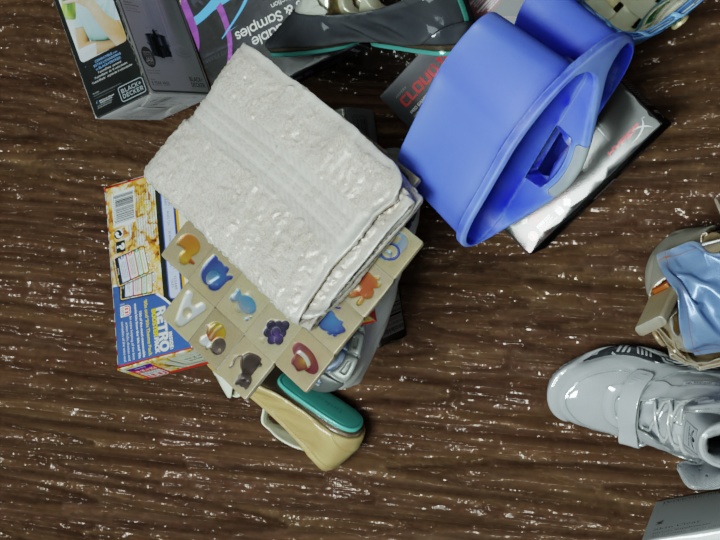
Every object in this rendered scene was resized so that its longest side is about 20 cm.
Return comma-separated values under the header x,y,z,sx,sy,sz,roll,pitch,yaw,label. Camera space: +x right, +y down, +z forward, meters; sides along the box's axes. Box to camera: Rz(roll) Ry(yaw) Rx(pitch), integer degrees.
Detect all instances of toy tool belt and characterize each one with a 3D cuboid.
x,y,z,sx,sy,sz,roll,pitch,yaw,label
0.302,-0.002,0.953,0.199,0.123,0.126,-27,86,19,toy tool belt

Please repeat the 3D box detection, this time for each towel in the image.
x,y,z,sx,sy,sz,roll,pitch,yaw,label
-0.061,-0.063,0.917,0.200,0.034,0.133,40,92,27,towel

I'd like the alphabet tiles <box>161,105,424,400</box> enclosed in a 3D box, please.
x,y,z,sx,sy,sz,roll,pitch,yaw,label
-0.053,-0.015,0.923,0.166,0.006,0.200,40,93,26,alphabet tiles

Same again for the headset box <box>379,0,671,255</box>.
x,y,z,sx,sy,sz,roll,pitch,yaw,label
0.125,-0.136,1.027,0.149,0.075,0.200,-45,80,18,headset box

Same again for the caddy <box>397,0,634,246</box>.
x,y,z,sx,sy,sz,roll,pitch,yaw,label
0.116,-0.102,0.903,0.105,0.141,0.200,45,142,15,caddy

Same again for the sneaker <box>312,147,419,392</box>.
x,y,z,sx,sy,sz,roll,pitch,yaw,label
0.000,0.000,1.003,0.074,0.087,0.201,20,84,18,sneaker

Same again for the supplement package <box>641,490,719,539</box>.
x,y,z,sx,sy,sz,roll,pitch,yaw,label
0.333,0.247,0.971,0.199,0.111,0.157,-14,91,19,supplement package

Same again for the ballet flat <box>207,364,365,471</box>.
x,y,z,sx,sy,sz,roll,pitch,yaw,label
-0.087,0.104,1.130,0.200,0.069,0.063,39,120,13,ballet flat

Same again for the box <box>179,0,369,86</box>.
x,y,z,sx,sy,sz,roll,pitch,yaw,label
-0.092,-0.257,1.113,0.142,0.036,0.201,-23,88,20,box

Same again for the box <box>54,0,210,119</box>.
x,y,z,sx,sy,sz,roll,pitch,yaw,label
-0.211,-0.236,1.115,0.060,0.117,0.201,-20,90,22,box

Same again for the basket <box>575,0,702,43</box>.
x,y,z,sx,sy,sz,roll,pitch,yaw,label
0.209,-0.254,0.913,0.176,0.200,0.139,-45,79,3,basket

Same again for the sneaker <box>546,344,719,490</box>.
x,y,z,sx,sy,sz,roll,pitch,yaw,label
0.236,0.111,0.987,0.199,0.115,0.076,4,104,18,sneaker

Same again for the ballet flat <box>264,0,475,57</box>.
x,y,z,sx,sy,sz,roll,pitch,yaw,label
0.003,-0.206,1.012,0.199,0.073,0.074,7,98,38,ballet flat

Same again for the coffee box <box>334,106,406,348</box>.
x,y,z,sx,sy,sz,roll,pitch,yaw,label
-0.037,-0.030,1.090,0.112,0.080,0.202,-7,93,19,coffee box

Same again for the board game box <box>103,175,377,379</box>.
x,y,z,sx,sy,sz,roll,pitch,yaw,label
-0.096,-0.014,0.971,0.199,0.046,0.153,-14,71,19,board game box
